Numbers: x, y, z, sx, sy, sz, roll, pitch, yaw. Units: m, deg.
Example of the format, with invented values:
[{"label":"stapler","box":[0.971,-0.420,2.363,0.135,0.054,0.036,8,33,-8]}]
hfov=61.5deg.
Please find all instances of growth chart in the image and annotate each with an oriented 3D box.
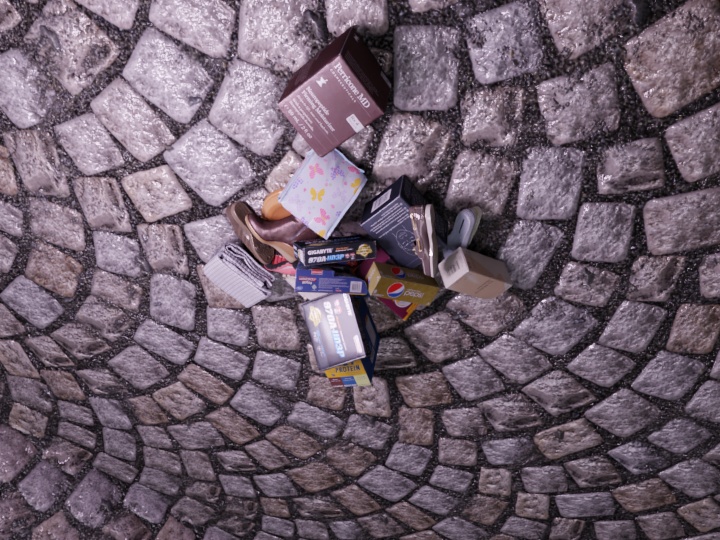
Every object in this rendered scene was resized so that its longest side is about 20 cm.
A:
[{"label":"growth chart","box":[-0.142,0.062,1.840,0.196,0.018,0.146,11,149,38]}]

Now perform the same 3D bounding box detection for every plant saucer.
[{"label":"plant saucer","box":[-0.192,-0.141,1.730,0.194,0.038,0.204,6,129,7]}]

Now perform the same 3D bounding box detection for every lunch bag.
[{"label":"lunch bag","box":[-0.097,-0.215,1.586,0.168,0.127,0.202,35,97,-14]}]

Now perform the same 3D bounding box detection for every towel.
[{"label":"towel","box":[-0.363,0.011,1.834,0.199,0.087,0.165,38,148,-17]}]

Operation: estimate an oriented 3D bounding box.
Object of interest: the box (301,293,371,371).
[{"label":"box","box":[-0.071,0.168,1.725,0.155,0.046,0.205,-19,82,20]}]

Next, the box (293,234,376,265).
[{"label":"box","box":[-0.071,-0.056,1.612,0.194,0.159,0.047,-7,101,-14]}]

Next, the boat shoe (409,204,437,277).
[{"label":"boat shoe","box":[0.162,-0.074,1.545,0.058,0.072,0.204,1,124,17]}]

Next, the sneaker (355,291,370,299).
[{"label":"sneaker","box":[0.024,0.061,1.829,0.197,0.067,0.079,-26,126,27]}]

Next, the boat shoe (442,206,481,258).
[{"label":"boat shoe","box":[0.280,-0.092,1.647,0.061,0.073,0.202,-22,152,-27]}]

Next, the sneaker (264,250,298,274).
[{"label":"sneaker","box":[-0.186,-0.024,1.799,0.195,0.076,0.087,4,167,25]}]

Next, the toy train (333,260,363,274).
[{"label":"toy train","box":[0.000,0.000,1.754,0.195,0.085,0.118,-12,110,21]}]

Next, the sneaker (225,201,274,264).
[{"label":"sneaker","box":[-0.322,-0.109,1.766,0.075,0.070,0.203,-5,118,50]}]

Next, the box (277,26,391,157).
[{"label":"box","box":[-0.057,-0.407,1.394,0.197,0.166,0.166,-28,119,30]}]

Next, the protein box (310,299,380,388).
[{"label":"protein box","box":[-0.040,0.218,1.884,0.131,0.201,0.203,-8,127,19]}]

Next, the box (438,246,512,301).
[{"label":"box","box":[0.317,0.012,1.664,0.196,0.079,0.095,14,138,-37]}]

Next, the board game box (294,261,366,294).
[{"label":"board game box","box":[-0.099,0.014,1.650,0.194,0.200,0.064,3,99,-17]}]

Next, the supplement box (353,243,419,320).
[{"label":"supplement box","box":[0.088,0.035,1.718,0.111,0.086,0.199,-46,125,5]}]

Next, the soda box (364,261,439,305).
[{"label":"soda box","box":[0.113,0.037,1.632,0.195,0.065,0.069,10,124,-30]}]

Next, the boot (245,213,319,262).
[{"label":"boot","box":[-0.204,-0.133,1.686,0.199,0.073,0.166,39,115,-18]}]

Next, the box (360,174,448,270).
[{"label":"box","box":[0.121,-0.123,1.628,0.147,0.108,0.200,-32,116,31]}]
